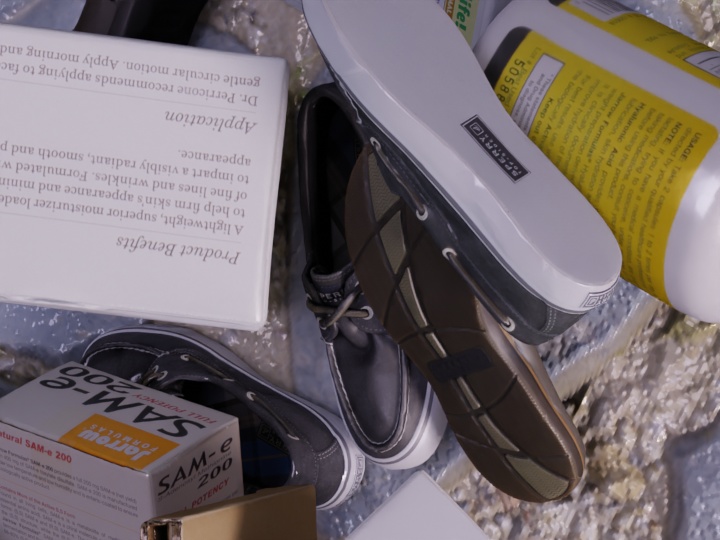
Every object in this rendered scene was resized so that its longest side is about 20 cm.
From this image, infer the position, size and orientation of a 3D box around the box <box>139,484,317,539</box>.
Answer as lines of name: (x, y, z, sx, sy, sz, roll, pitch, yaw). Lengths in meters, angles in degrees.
box: (-0.054, 0.184, 0.903, 0.021, 0.200, 0.165, -2, 88, 14)

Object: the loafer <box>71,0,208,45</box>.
loafer: (-0.119, -0.176, 1.135, 0.071, 0.073, 0.201, 42, 110, 28)

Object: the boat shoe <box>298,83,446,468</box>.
boat shoe: (0.000, 0.000, 1.034, 0.070, 0.066, 0.201, -6, 83, 35)

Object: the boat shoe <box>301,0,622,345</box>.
boat shoe: (0.034, -0.053, 0.896, 0.200, 0.068, 0.057, 52, 135, 14)

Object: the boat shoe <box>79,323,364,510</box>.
boat shoe: (-0.091, 0.080, 1.102, 0.199, 0.066, 0.070, 26, 101, 34)

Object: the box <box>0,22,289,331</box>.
box: (-0.145, -0.048, 1.024, 0.198, 0.200, 0.132, 7, 91, -8)

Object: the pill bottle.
pill bottle: (0.145, -0.045, 0.916, 0.200, 0.111, 0.112, 33, 105, 33)

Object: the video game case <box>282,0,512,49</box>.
video game case: (0.013, -0.206, 1.029, 0.182, 0.022, 0.201, 34, 130, 32)

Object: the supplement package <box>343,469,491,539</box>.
supplement package: (0.041, 0.202, 0.900, 0.121, 0.200, 0.120, -42, 60, -9)

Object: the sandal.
sandal: (0.058, 0.019, 0.982, 0.081, 0.055, 0.201, -19, 107, 46)

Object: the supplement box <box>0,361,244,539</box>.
supplement box: (-0.124, 0.163, 1.074, 0.125, 0.073, 0.201, 16, 120, 35)
